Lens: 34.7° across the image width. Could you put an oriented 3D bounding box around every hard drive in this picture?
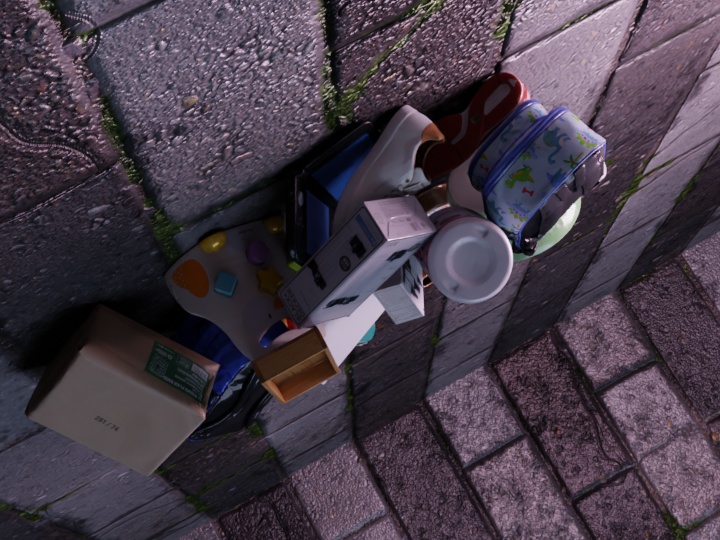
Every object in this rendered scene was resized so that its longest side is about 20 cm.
[{"bbox_3d":[-0.023,0.073,1.717,0.200,0.026,0.132,-51,152,0],"label":"hard drive"}]

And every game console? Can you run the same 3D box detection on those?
[{"bbox_3d":[-0.020,-0.088,1.553,0.115,0.178,0.200,-3,169,14],"label":"game console"}]

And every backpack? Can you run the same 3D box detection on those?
[{"bbox_3d":[-0.204,0.135,1.734,0.200,0.168,0.162,-49,164,23],"label":"backpack"},{"bbox_3d":[0.235,-0.137,1.564,0.183,0.147,0.200,-46,170,-1],"label":"backpack"}]

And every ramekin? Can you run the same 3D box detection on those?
[{"bbox_3d":[0.226,-0.118,1.755,0.199,0.200,0.098,-30,129,0],"label":"ramekin"}]

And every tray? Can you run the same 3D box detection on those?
[{"bbox_3d":[-0.085,0.132,1.577,0.098,0.037,0.200,-29,166,-4],"label":"tray"}]

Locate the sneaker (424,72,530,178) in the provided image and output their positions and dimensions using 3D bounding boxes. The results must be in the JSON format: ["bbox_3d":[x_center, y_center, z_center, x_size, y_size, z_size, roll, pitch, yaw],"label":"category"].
[{"bbox_3d":[0.165,-0.191,1.636,0.199,0.079,0.115,-35,162,20],"label":"sneaker"}]

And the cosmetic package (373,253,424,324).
[{"bbox_3d":[0.054,-0.029,1.669,0.050,0.201,0.083,-16,138,18],"label":"cosmetic package"}]

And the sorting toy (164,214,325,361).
[{"bbox_3d":[-0.133,0.033,1.582,0.199,0.181,0.107,-20,161,-35],"label":"sorting toy"}]

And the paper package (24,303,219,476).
[{"bbox_3d":[-0.328,0.167,1.596,0.191,0.199,0.104,-44,-156,39],"label":"paper package"}]

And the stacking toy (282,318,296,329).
[{"bbox_3d":[-0.180,0.095,1.876,0.116,0.111,0.199,-30,153,34],"label":"stacking toy"}]

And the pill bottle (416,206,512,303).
[{"bbox_3d":[0.136,-0.028,1.581,0.113,0.114,0.200,-31,-170,1],"label":"pill bottle"}]

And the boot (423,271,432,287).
[{"bbox_3d":[0.063,0.023,1.947,0.187,0.069,0.200,-24,-166,-24],"label":"boot"}]

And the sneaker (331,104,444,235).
[{"bbox_3d":[0.037,-0.111,1.505,0.201,0.084,0.073,-57,164,8],"label":"sneaker"}]

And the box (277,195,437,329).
[{"bbox_3d":[-0.006,-0.010,1.506,0.116,0.060,0.200,-13,154,-50],"label":"box"}]

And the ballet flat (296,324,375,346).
[{"bbox_3d":[-0.052,0.089,1.792,0.072,0.072,0.199,-37,157,23],"label":"ballet flat"}]

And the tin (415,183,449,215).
[{"bbox_3d":[0.078,-0.072,1.915,0.199,0.042,0.112,-36,168,18],"label":"tin"}]

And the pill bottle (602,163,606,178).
[{"bbox_3d":[0.314,-0.146,1.980,0.200,0.111,0.110,-40,162,31],"label":"pill bottle"}]
